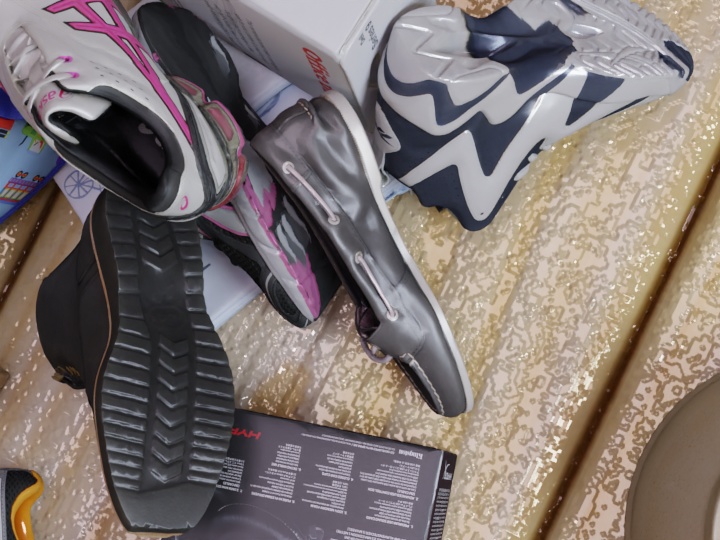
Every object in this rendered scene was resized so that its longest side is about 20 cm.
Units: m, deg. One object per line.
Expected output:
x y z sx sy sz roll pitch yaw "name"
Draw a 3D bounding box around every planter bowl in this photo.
0.235 0.136 0.777 0.198 0.135 0.203 -1 81 9 "planter bowl"

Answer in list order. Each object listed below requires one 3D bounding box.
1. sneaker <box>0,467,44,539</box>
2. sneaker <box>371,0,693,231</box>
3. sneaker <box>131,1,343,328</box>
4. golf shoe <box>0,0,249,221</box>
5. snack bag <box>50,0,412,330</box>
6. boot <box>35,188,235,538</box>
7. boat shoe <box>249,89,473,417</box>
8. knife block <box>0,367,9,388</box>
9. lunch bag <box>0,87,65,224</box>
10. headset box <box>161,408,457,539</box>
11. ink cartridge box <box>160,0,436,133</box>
-0.200 0.207 0.875 0.076 0.078 0.202 -16 82 -6 "sneaker"
0.088 -0.086 0.871 0.198 0.130 0.080 -14 58 -32 "sneaker"
-0.085 -0.052 0.882 0.086 0.080 0.201 -32 90 34 "sneaker"
-0.147 -0.103 0.791 0.199 0.092 0.073 39 108 7 "golf shoe"
-0.092 -0.077 0.924 0.188 0.021 0.201 -36 77 2 "snack bag"
-0.135 0.064 0.848 0.077 0.138 0.202 13 58 -29 "boot"
0.000 0.000 0.847 0.057 0.067 0.202 -27 104 -12 "boat shoe"
-0.301 0.150 0.905 0.198 0.064 0.177 -13 80 7 "knife block"
-0.260 -0.050 0.871 0.199 0.150 0.095 -26 78 13 "lunch bag"
-0.038 0.185 0.847 0.147 0.077 0.202 9 84 12 "headset box"
-0.060 -0.176 0.852 0.199 0.146 0.084 33 85 12 "ink cartridge box"
